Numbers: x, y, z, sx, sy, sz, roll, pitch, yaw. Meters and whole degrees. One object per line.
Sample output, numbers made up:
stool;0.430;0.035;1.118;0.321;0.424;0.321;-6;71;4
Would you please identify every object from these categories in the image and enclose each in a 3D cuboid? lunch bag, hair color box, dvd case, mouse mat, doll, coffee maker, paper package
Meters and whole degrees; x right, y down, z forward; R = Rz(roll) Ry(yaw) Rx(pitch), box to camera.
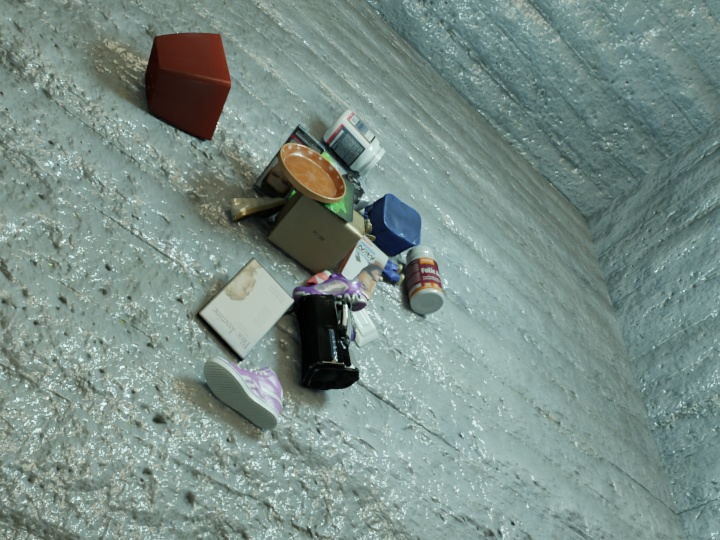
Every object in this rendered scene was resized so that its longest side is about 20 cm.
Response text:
lunch bag;0.091;-0.145;1.935;0.197;0.131;0.140;30;53;-30
hair color box;-0.196;-0.294;1.657;0.098;0.201;0.061;37;12;-16
dvd case;-0.255;0.084;1.340;0.143;0.017;0.201;46;52;-8
mouse mat;-0.081;-0.218;1.566;0.158;0.008;0.203;31;33;-20
doll;0.052;-0.017;1.836;0.196;0.048;0.140;26;40;-34
coffee maker;-0.102;0.174;1.418;0.185;0.137;0.205;-5;50;-3
hair color box;0.000;0.000;1.690;0.110;0.064;0.202;41;41;-12
paper package;-0.117;-0.112;1.591;0.198;0.190;0.105;36;30;-20

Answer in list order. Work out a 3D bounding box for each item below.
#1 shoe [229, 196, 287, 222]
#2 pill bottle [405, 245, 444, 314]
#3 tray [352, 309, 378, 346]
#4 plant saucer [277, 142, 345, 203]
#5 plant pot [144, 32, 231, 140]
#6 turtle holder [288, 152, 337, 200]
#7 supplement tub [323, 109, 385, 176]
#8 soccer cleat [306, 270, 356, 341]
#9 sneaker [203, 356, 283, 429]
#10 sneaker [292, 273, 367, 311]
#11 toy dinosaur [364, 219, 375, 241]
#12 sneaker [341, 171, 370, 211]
shoe;-0.269;-0.175;1.577;0.198;0.069;0.055;-22;82;-53
pill bottle;0.203;0.027;1.917;0.112;0.114;0.205;26;40;-31
tray;-0.021;0.108;1.653;0.106;0.022;0.203;-17;72;-54
plant saucer;-0.125;-0.244;1.508;0.196;0.032;0.204;29;34;-21
plant pot;-0.463;-0.497;1.558;0.171;0.201;0.205;3;54;-32
turtle holder;-0.139;-0.267;1.761;0.133;0.140;0.185;52;32;1
supplement tub;-0.022;-0.444;2.069;0.200;0.140;0.141;44;34;-10
soccer cleat;-0.076;0.101;1.568;0.072;0.068;0.205;-19;76;-30
sneaker;-0.239;0.229;1.238;0.201;0.072;0.116;49;28;-22
sneaker;-0.079;0.051;1.515;0.193;0.081;0.092;3;66;-15
toy dinosaur;-0.004;-0.093;1.808;0.097;0.201;0.060;-1;73;-3
sneaker;-0.053;-0.263;1.924;0.197;0.075;0.116;6;52;-55
